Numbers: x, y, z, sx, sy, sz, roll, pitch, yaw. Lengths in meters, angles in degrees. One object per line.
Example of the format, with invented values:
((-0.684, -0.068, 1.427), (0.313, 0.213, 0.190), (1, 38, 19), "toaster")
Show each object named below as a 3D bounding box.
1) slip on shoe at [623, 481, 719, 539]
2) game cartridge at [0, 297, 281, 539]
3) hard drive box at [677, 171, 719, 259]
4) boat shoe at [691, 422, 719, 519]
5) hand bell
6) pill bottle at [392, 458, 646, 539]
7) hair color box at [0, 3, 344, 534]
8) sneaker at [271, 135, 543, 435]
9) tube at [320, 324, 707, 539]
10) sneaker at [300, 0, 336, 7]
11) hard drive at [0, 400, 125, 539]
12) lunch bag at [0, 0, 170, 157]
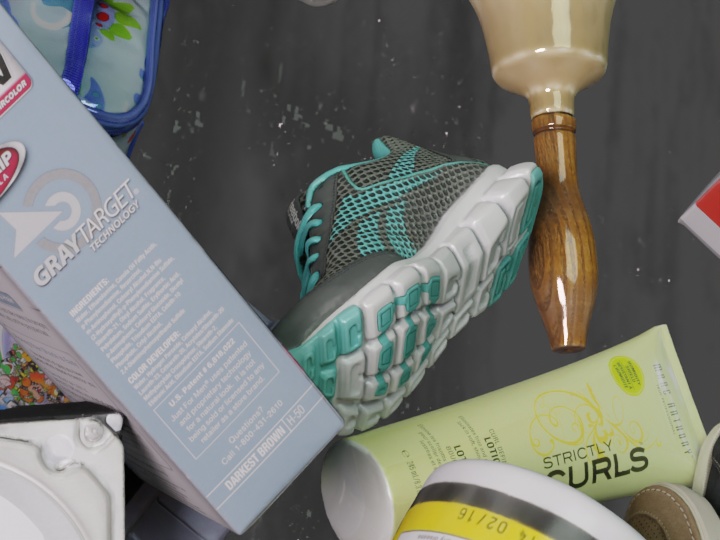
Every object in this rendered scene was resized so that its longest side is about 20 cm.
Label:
((0.107, 0.176, 0.868), (0.060, 0.076, 0.201), (19, 63, -18), "slip on shoe")
((-0.118, 0.028, 0.868), (0.200, 0.038, 0.130), (39, 49, -1), "game cartridge")
((0.276, -0.012, 1.005), (0.200, 0.156, 0.077), (43, 54, 4), "hard drive box")
((0.175, 0.150, 0.911), (0.071, 0.068, 0.201), (17, 66, -20), "boat shoe")
((0.090, -0.060, 1.001), (0.103, 0.104, 0.202), (6, 72, -23), "hand bell")
((0.031, 0.180, 0.792), (0.111, 0.111, 0.201), (33, 65, -5), "pill bottle")
((-0.102, -0.003, 0.759), (0.061, 0.099, 0.200), (-46, 115, -15), "hair color box")
((0.000, 0.000, 0.909), (0.091, 0.078, 0.200), (24, 32, 19), "sneaker")
((0.076, 0.076, 0.925), (0.199, 0.058, 0.052), (-11, 28, -36), "tube")
((-0.022, -0.179, 1.020), (0.199, 0.078, 0.100), (-28, 103, -43), "sneaker")
((-0.147, 0.149, 0.719), (0.139, 0.038, 0.202), (-1, 95, -26), "hard drive")
((-0.156, -0.113, 0.876), (0.160, 0.083, 0.201), (17, 40, -13), "lunch bag")
